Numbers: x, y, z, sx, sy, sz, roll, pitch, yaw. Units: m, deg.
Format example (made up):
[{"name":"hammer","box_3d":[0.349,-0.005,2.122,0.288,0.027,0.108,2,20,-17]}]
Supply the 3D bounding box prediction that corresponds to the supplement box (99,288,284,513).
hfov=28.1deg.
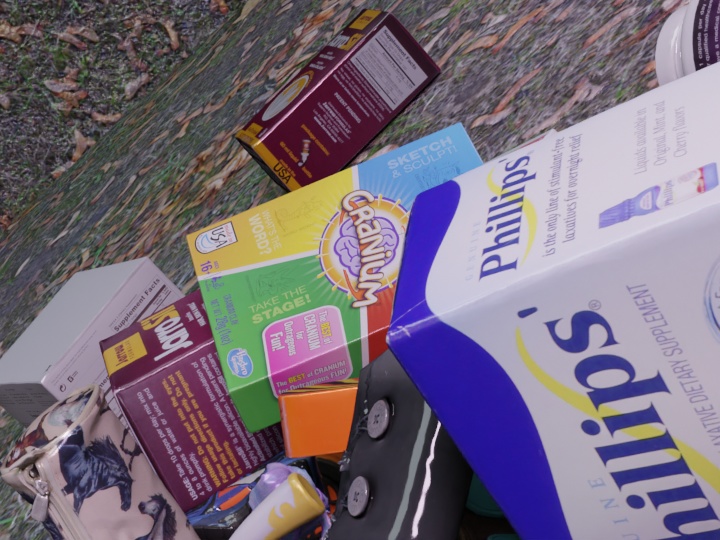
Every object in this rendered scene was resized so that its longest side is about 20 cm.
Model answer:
[{"name":"supplement box","box_3d":[-0.069,0.061,1.005,0.199,0.104,0.131,-29,18,-8]}]

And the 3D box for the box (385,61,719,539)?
[{"name":"box","box_3d":[0.141,0.030,0.552,0.199,0.185,0.105,-23,28,24]}]

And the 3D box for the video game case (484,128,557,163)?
[{"name":"video game case","box_3d":[0.069,-0.033,1.054,0.143,0.017,0.200,-48,6,-11]}]

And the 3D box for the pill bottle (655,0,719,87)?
[{"name":"pill bottle","box_3d":[0.257,-0.130,0.801,0.113,0.113,0.199,-51,21,-20]}]

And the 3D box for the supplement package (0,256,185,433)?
[{"name":"supplement package","box_3d":[-0.252,0.086,1.384,0.156,0.111,0.199,-52,21,-23]}]

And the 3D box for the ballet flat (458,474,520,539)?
[{"name":"ballet flat","box_3d":[0.062,0.145,0.688,0.200,0.070,0.066,41,114,54]}]

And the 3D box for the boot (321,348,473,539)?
[{"name":"boot","box_3d":[0.030,0.126,0.612,0.164,0.065,0.202,-15,51,55]}]

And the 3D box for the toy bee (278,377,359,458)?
[{"name":"toy bee","box_3d":[0.059,0.080,0.812,0.109,0.198,0.132,-7,-70,-77]}]

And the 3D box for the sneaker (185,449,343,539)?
[{"name":"sneaker","box_3d":[-0.062,0.163,0.927,0.199,0.076,0.078,-30,7,29]}]

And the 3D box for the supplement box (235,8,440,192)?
[{"name":"supplement box","box_3d":[-0.026,-0.174,1.505,0.200,0.086,0.110,-45,19,-3]}]

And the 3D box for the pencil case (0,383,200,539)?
[{"name":"pencil case","box_3d":[-0.140,0.173,0.865,0.077,0.201,0.089,-24,13,30]}]

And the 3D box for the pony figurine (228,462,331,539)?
[{"name":"pony figurine","box_3d":[-0.079,0.193,0.723,0.200,0.194,0.166,-40,-8,7]}]

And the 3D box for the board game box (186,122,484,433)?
[{"name":"board game box","box_3d":[0.000,0.000,0.902,0.198,0.041,0.154,-23,43,-1]}]
